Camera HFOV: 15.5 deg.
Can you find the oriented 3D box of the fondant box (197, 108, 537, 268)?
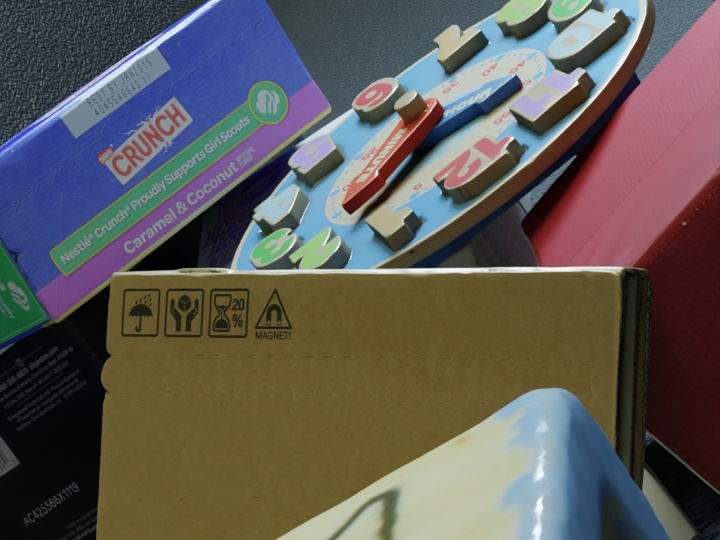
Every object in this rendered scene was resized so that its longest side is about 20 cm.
[{"bbox_3d":[0.000,0.000,1.108,0.144,0.058,0.200,-32,22,16],"label":"fondant box"}]

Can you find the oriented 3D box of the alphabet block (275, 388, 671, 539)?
[{"bbox_3d":[0.014,0.181,0.662,0.199,0.197,0.195,-30,12,15],"label":"alphabet block"}]

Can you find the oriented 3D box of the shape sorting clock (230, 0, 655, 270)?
[{"bbox_3d":[0.029,-0.053,1.039,0.199,0.039,0.200,-31,23,15],"label":"shape sorting clock"}]

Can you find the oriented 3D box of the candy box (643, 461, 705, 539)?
[{"bbox_3d":[0.030,0.144,0.895,0.199,0.072,0.168,-34,39,-1],"label":"candy box"}]

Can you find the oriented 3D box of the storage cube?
[{"bbox_3d":[0.181,-0.005,0.897,0.180,0.200,0.171,-47,11,10],"label":"storage cube"}]

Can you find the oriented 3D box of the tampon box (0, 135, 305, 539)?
[{"bbox_3d":[-0.087,0.052,1.289,0.150,0.127,0.200,-34,6,42],"label":"tampon box"}]

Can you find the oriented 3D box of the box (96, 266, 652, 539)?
[{"bbox_3d":[-0.003,0.081,0.843,0.199,0.165,0.021,0,-6,34],"label":"box"}]

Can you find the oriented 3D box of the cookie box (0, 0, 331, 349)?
[{"bbox_3d":[-0.129,-0.034,1.198,0.171,0.075,0.200,-39,6,-28],"label":"cookie box"}]
